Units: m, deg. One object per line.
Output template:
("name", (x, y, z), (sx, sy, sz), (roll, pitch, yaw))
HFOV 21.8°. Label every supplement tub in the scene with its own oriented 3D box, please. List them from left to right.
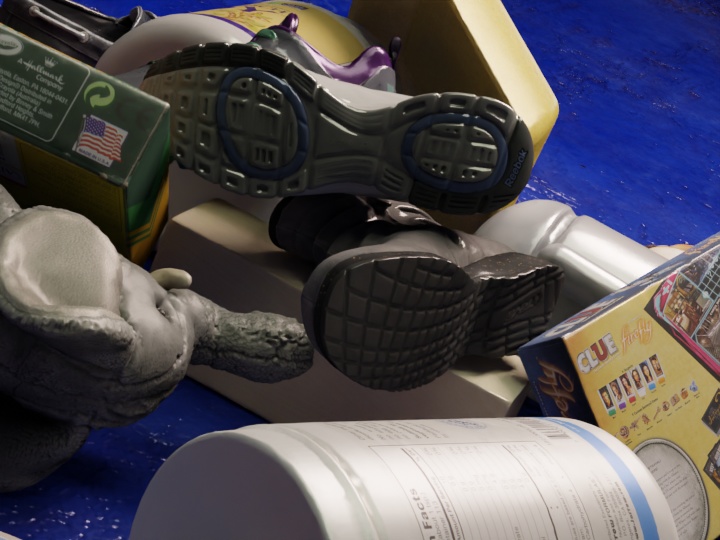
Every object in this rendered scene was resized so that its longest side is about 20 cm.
("supplement tub", (-0.066, -0.092, 1.159), (0.145, 0.146, 0.200), (30, 21, 15))
("supplement tub", (0.022, 0.125, 0.746), (0.200, 0.132, 0.132), (2, 30, -43))

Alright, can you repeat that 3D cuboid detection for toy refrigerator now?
("toy refrigerator", (-0.015, 0.043, 0.985), (0.200, 0.076, 0.070), (27, 21, 11))

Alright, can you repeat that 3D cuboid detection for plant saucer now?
("plant saucer", (0.060, -0.118, 1.208), (0.048, 0.200, 0.200), (-19, 68, -19))

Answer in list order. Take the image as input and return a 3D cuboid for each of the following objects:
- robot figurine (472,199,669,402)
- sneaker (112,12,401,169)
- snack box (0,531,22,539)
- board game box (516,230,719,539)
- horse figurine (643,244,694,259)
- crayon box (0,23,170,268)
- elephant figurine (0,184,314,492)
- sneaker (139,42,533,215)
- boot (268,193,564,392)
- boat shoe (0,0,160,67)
("robot figurine", (0.136, 0.031, 1.120), (0.200, 0.113, 0.170), (29, -18, 14))
("sneaker", (-0.074, -0.099, 1.012), (0.200, 0.088, 0.074), (7, -8, -17))
("snack box", (-0.135, 0.126, 0.655), (0.200, 0.072, 0.024), (23, 21, -1))
("board game box", (0.180, 0.065, 1.007), (0.200, 0.035, 0.136), (-25, 94, -42))
("horse figurine", (0.195, 0.007, 1.295), (0.132, 0.050, 0.200), (9, 7, 39))
("crayon box", (-0.162, -0.055, 0.945), (0.127, 0.051, 0.200), (26, -19, 2))
("elephant figurine", (-0.140, 0.023, 0.817), (0.200, 0.155, 0.142), (32, -17, 10))
("sneaker", (-0.015, -0.065, 0.952), (0.200, 0.075, 0.087), (13, 1, -1))
("boot", (0.000, 0.000, 0.929), (0.132, 0.070, 0.200), (28, 13, 30))
("boat shoe", (-0.157, -0.150, 1.308), (0.200, 0.068, 0.072), (17, 22, -17))
